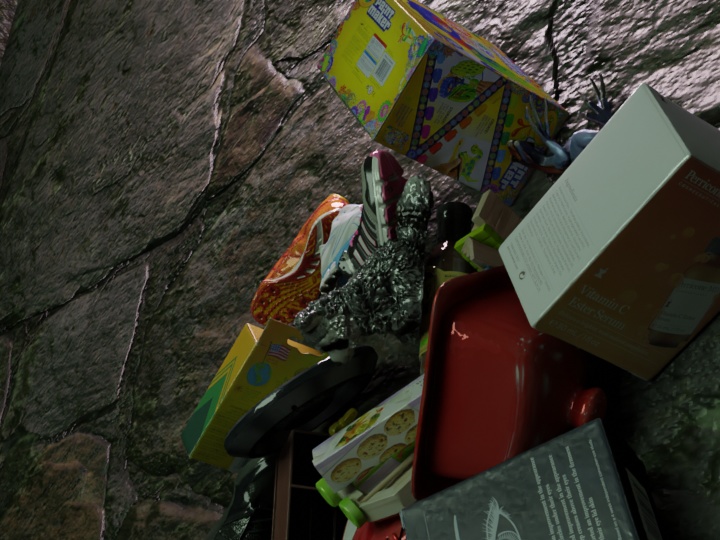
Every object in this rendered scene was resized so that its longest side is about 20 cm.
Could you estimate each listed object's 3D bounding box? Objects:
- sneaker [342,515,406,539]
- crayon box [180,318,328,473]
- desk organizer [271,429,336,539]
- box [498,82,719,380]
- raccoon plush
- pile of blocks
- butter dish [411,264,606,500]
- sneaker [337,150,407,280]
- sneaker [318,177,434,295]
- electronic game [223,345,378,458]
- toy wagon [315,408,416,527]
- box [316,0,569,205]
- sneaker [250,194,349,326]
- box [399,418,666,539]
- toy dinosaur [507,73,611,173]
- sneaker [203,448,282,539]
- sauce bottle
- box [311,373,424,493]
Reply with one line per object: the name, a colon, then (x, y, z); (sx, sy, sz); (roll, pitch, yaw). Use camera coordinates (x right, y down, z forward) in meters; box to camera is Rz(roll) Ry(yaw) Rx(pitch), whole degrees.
sneaker: (0.026, 0.285, 1.357); (0.115, 0.078, 0.201); (-40, 24, 33)
crayon box: (-0.112, 0.149, 1.649); (0.201, 0.126, 0.051); (-58, 32, 14)
desk organizer: (-0.056, 0.282, 1.503); (0.077, 0.071, 0.202); (116, 159, -57)
box: (0.244, -0.029, 1.174); (0.200, 0.151, 0.107); (-51, 34, 27)
raccoon plush: (0.000, 0.000, 1.457); (0.097, 0.132, 0.203); (97, 178, -73)
pile of blocks: (0.124, 0.018, 1.401); (0.062, 0.081, 0.202); (-34, 45, 42)
butter dish: (0.148, 0.108, 1.223); (0.146, 0.199, 0.203); (15, 105, 31)
sneaker: (0.013, -0.031, 1.531); (0.086, 0.074, 0.203); (-1, 105, 30)
sneaker: (0.007, -0.056, 1.631); (0.200, 0.074, 0.087); (-44, 47, 33)
electronic game: (-0.065, 0.146, 1.532); (0.200, 0.199, 0.042); (-45, 72, 33)
toy wagon: (0.025, 0.189, 1.433); (0.155, 0.040, 0.200); (-41, 20, -12)
box: (0.085, -0.195, 1.493); (0.123, 0.191, 0.200); (-57, 33, 16)
sneaker: (-0.068, -0.007, 1.755); (0.200, 0.073, 0.077); (-49, 15, 20)
box: (0.148, 0.240, 1.133); (0.198, 0.104, 0.149); (-27, 48, 19)
toy dinosaur: (0.209, -0.110, 1.354); (0.182, 0.104, 0.203); (127, 140, -62)
sneaker: (-0.122, 0.309, 1.614); (0.201, 0.076, 0.115); (-58, 33, 21)
sauce bottle: (0.097, 0.023, 1.462); (0.064, 0.064, 0.202); (-30, 45, 45)
box: (0.042, 0.148, 1.377); (0.199, 0.042, 0.039); (-34, 19, 6)
